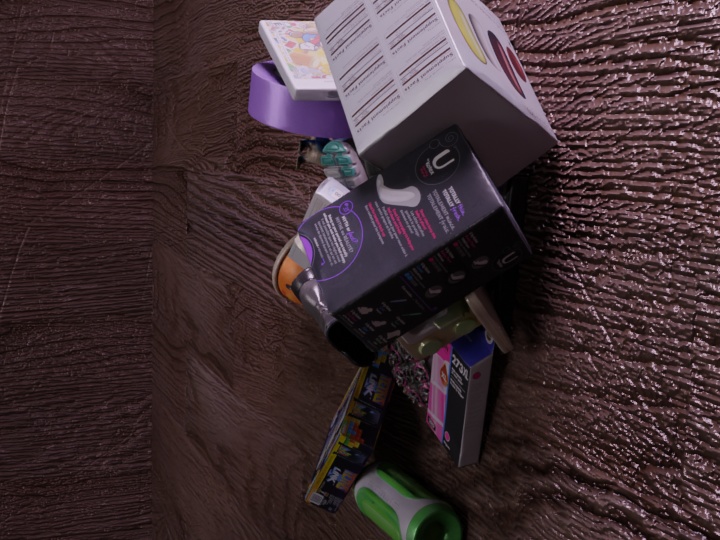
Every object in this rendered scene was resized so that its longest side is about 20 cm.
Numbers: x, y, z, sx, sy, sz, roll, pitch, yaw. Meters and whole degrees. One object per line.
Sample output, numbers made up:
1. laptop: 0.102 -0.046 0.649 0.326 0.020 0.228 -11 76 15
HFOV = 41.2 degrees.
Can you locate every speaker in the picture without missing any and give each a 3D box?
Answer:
1. speaker: 0.060 0.326 1.305 0.200 0.087 0.090 -161 72 -66

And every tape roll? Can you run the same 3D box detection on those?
1. tape roll: -0.066 -0.257 1.426 0.200 0.197 0.067 -132 46 -57

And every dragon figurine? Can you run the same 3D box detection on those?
1. dragon figurine: -0.053 -0.203 1.574 0.201 0.098 0.060 -92 12 -56

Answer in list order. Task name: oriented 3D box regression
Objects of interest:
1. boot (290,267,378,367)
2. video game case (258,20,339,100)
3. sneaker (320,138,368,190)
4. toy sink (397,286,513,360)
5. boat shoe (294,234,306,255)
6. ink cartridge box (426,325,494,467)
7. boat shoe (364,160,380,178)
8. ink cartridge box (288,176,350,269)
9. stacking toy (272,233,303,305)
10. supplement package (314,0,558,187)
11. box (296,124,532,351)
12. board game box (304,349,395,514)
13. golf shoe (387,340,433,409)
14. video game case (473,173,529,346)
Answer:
1. boot: -0.011 0.087 1.312 0.070 0.199 0.132 -46 47 11
2. video game case: -0.036 -0.304 1.375 0.201 0.179 0.023 -117 31 -45
3. sneaker: 0.017 -0.107 1.407 0.077 0.091 0.203 0 115 43
4. toy sink: 0.073 0.017 1.094 0.130 0.111 0.202 47 -164 -50
5. boat shoe: 0.000 0.000 1.322 0.063 0.200 0.071 -45 13 11
6. ink cartridge box: 0.122 0.134 1.180 0.095 0.037 0.203 -128 36 -52
7. boat shoe: 0.053 -0.126 1.214 0.065 0.073 0.204 -79 -25 -50
8. ink cartridge box: 0.001 -0.020 1.389 0.199 0.047 0.161 36 140 5
9. stacking toy: -0.034 0.036 1.496 0.200 0.145 0.148 46 134 36
10. supplement package: 0.081 -0.207 1.044 0.146 0.190 0.202 -35 54 26
11. box: 0.054 -0.030 0.977 0.198 0.106 0.123 -32 54 11
12. board game box: -0.011 0.237 1.412 0.201 0.056 0.166 115 178 -47
13. golf shoe: 0.075 0.083 1.278 0.072 0.091 0.202 -19 95 52
14. video game case: 0.138 -0.032 1.175 0.180 0.025 0.203 -146 58 -62
